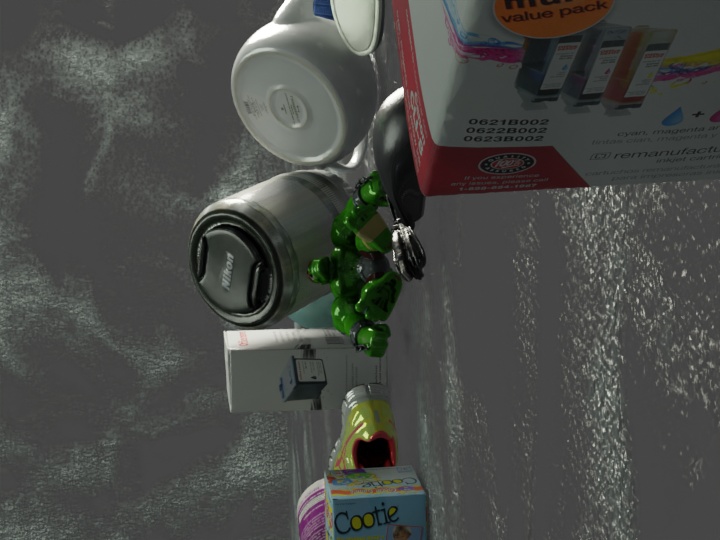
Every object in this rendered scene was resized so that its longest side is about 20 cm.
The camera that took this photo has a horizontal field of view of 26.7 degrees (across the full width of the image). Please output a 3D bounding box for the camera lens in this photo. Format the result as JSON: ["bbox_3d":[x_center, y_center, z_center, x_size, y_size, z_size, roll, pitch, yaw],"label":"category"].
[{"bbox_3d":[-0.101,-0.029,1.860,0.199,0.159,0.162,-29,-55,-50],"label":"camera lens"}]

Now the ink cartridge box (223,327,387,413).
[{"bbox_3d":[-0.071,0.123,1.928,0.146,0.198,0.087,-131,38,-80],"label":"ink cartridge box"}]

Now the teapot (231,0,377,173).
[{"bbox_3d":[-0.052,-0.233,1.868,0.146,0.197,0.200,-51,-2,-41],"label":"teapot"}]

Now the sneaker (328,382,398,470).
[{"bbox_3d":[0.007,0.236,1.835,0.091,0.077,0.201,-111,16,-49],"label":"sneaker"}]

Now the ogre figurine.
[{"bbox_3d":[0.000,0.000,1.745,0.120,0.097,0.202,-22,86,65],"label":"ogre figurine"}]

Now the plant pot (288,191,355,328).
[{"bbox_3d":[-0.058,-0.005,2.058,0.200,0.133,0.203,178,90,-84],"label":"plant pot"}]

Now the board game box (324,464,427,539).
[{"bbox_3d":[0.016,0.325,1.650,0.103,0.104,0.202,-121,30,-78],"label":"board game box"}]

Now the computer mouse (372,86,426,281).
[{"bbox_3d":[0.038,-0.098,1.508,0.139,0.052,0.201,-98,8,-45],"label":"computer mouse"}]

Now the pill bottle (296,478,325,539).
[{"bbox_3d":[-0.023,0.373,1.997,0.201,0.111,0.113,-102,11,-59],"label":"pill bottle"}]

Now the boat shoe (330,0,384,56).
[{"bbox_3d":[0.004,-0.352,1.765,0.062,0.072,0.202,-14,-84,-53],"label":"boat shoe"}]

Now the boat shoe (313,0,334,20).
[{"bbox_3d":[-0.022,-0.388,1.902,0.073,0.071,0.201,-93,14,-54],"label":"boat shoe"}]

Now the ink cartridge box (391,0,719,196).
[{"bbox_3d":[0.094,-0.137,0.556,0.200,0.144,0.146,101,165,-66],"label":"ink cartridge box"}]
